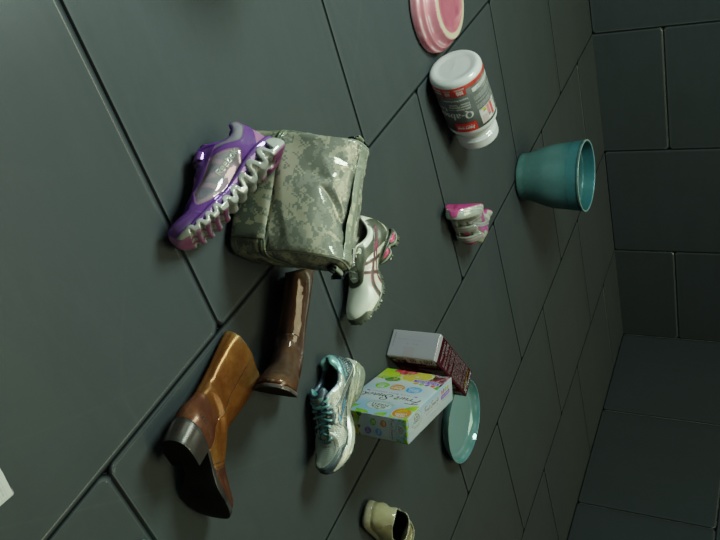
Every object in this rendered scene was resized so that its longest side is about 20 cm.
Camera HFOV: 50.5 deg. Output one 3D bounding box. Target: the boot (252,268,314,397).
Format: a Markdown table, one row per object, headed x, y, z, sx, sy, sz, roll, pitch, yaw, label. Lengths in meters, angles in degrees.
| x | y | z | sx | sy | sz | roll | pitch | yaw | label |
| --- | --- | --- | --- | --- | --- | --- | --- | --- | --- |
| -0.104 | 0.082 | 1.119 | 0.186 | 0.064 | 0.200 | 125 | -23 | -81 | boot |

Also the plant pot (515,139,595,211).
| x | y | z | sx | sy | sz | roll | pitch | yaw | label |
| --- | --- | --- | --- | --- | --- | --- | --- | --- | --- |
| 0.547 | -0.267 | 2.159 | 0.200 | 0.188 | 0.200 | -9 | 101 | -59 | plant pot |

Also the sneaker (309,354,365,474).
| x | y | z | sx | sy | sz | roll | pitch | yaw | label |
| --- | --- | --- | --- | --- | --- | --- | --- | --- | --- |
| -0.056 | 0.236 | 1.273 | 0.086 | 0.078 | 0.200 | 34 | 56 | -44 | sneaker |

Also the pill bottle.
| x | y | z | sx | sy | sz | roll | pitch | yaw | label |
| --- | --- | --- | --- | --- | --- | --- | --- | --- | --- |
| 0.232 | -0.368 | 1.663 | 0.200 | 0.116 | 0.116 | 57 | 45 | -45 | pill bottle |

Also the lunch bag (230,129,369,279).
| x | y | z | sx | sy | sz | roll | pitch | yaw | label |
| --- | --- | --- | --- | --- | --- | --- | --- | --- | --- |
| -0.077 | -0.095 | 1.090 | 0.139 | 0.168 | 0.200 | 26 | 71 | -58 | lunch bag |

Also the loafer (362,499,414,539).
| x | y | z | sx | sy | sz | roll | pitch | yaw | label |
| --- | --- | --- | --- | --- | --- | --- | --- | --- | --- |
| 0.068 | 0.511 | 1.504 | 0.200 | 0.068 | 0.076 | 50 | 51 | -51 | loafer |

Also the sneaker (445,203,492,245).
| x | y | z | sx | sy | sz | roll | pitch | yaw | label |
| --- | --- | --- | --- | --- | --- | --- | --- | --- | --- |
| 0.254 | -0.105 | 1.763 | 0.200 | 0.081 | 0.088 | 10 | 83 | -60 | sneaker |

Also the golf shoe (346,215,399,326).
| x | y | z | sx | sy | sz | roll | pitch | yaw | label |
| --- | --- | --- | --- | --- | --- | --- | --- | --- | --- |
| 0.000 | 0.000 | 1.353 | 0.088 | 0.077 | 0.200 | 33 | 60 | -35 | golf shoe |

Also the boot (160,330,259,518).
| x | y | z | sx | sy | sz | roll | pitch | yaw | label |
| --- | --- | --- | --- | --- | --- | --- | --- | --- | --- |
| -0.191 | 0.215 | 1.053 | 0.200 | 0.068 | 0.188 | -67 | 143 | -49 | boot |

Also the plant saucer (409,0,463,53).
| x | y | z | sx | sy | sz | roll | pitch | yaw | label |
| --- | --- | --- | --- | --- | --- | --- | --- | --- | --- |
| 0.166 | -0.559 | 1.596 | 0.200 | 0.051 | 0.201 | -7 | 98 | -60 | plant saucer |

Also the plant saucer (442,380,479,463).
| x | y | z | sx | sy | sz | roll | pitch | yaw | label |
| --- | --- | --- | --- | --- | --- | --- | --- | --- | --- |
| 0.240 | 0.361 | 1.839 | 0.200 | 0.027 | 0.201 | -11 | 103 | -60 | plant saucer |

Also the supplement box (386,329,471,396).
| x | y | z | sx | sy | sz | roll | pitch | yaw | label |
| --- | --- | --- | --- | --- | --- | --- | --- | --- | --- |
| 0.145 | 0.192 | 1.571 | 0.200 | 0.109 | 0.061 | 47 | 53 | -51 | supplement box |

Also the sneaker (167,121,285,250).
| x | y | z | sx | sy | sz | roll | pitch | yaw | label |
| --- | --- | --- | --- | --- | --- | --- | --- | --- | --- |
| -0.189 | -0.116 | 0.993 | 0.200 | 0.088 | 0.080 | -52 | -179 | -19 | sneaker |

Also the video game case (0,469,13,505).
| x | y | z | sx | sy | sz | roll | pitch | yaw | label |
| --- | --- | --- | --- | --- | --- | --- | --- | --- | --- |
| -0.417 | 0.189 | 0.647 | 0.200 | 0.036 | 0.182 | -48 | 131 | -48 | video game case |

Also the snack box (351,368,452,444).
| x | y | z | sx | sy | sz | roll | pitch | yaw | label |
| --- | --- | --- | --- | --- | --- | --- | --- | --- | --- |
| 0.068 | 0.244 | 1.404 | 0.200 | 0.142 | 0.053 | -27 | 116 | -57 | snack box |
